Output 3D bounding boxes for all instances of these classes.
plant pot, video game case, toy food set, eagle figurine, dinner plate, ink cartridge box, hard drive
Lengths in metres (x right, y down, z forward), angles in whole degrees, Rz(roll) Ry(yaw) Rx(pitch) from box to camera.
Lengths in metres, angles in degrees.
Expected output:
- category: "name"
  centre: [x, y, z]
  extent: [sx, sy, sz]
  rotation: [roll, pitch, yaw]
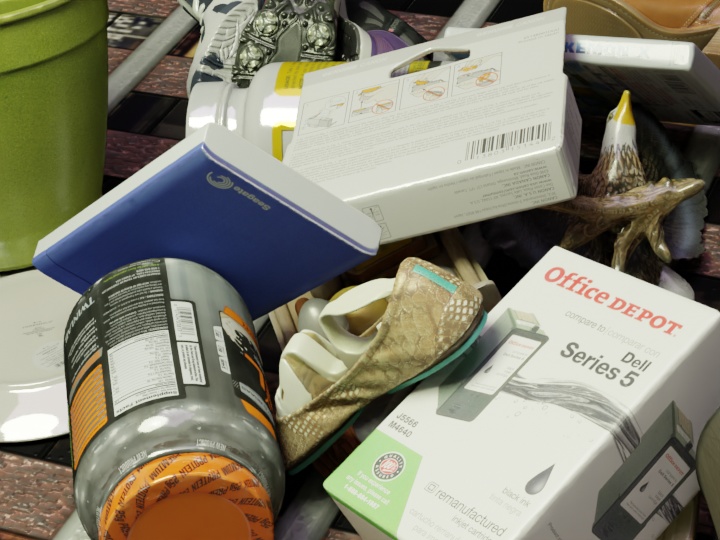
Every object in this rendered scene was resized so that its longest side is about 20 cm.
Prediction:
- category: "plant pot"
  centre: [-0.260, -0.111, 1.343]
  extent: [0.198, 0.195, 0.201]
  rotation: [-7, 24, 3]
- category: "video game case"
  centre: [0.177, -0.139, 1.369]
  extent: [0.180, 0.022, 0.200]
  rotation: [7, -4, 25]
- category: "toy food set"
  centre: [0.000, 0.000, 1.231]
  extent: [0.142, 0.061, 0.200]
  rotation: [-28, 31, 2]
- category: "eagle figurine"
  centre: [0.171, -0.050, 1.298]
  extent: [0.151, 0.151, 0.200]
  rotation: [37, 2, -7]
- category: "dinner plate"
  centre: [-0.219, 0.045, 1.279]
  extent: [0.198, 0.024, 0.201]
  rotation: [-4, 36, 3]
- category: "ink cartridge box"
  centre: [0.102, 0.096, 1.032]
  extent: [0.200, 0.084, 0.145]
  rotation: [-45, 36, -15]
- category: "hard drive"
  centre: [-0.099, -0.014, 1.171]
  extent: [0.199, 0.131, 0.026]
  rotation: [-28, 40, 46]
- category: "ink cartridge box"
  centre: [0.047, -0.090, 1.249]
  extent: [0.198, 0.045, 0.177]
  rotation: [-13, 33, 17]

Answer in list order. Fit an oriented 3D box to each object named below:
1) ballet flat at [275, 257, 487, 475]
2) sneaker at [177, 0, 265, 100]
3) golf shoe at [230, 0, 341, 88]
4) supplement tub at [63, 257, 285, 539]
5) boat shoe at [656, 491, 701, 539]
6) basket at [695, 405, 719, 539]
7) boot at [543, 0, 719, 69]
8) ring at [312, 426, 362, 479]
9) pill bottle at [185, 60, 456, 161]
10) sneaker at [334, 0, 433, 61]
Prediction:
- category: "ballet flat"
  centre: [-0.006, 0.051, 1.089]
  extent: [0.065, 0.200, 0.071]
  rotation: [42, 40, -8]
- category: "sneaker"
  centre: [-0.113, -0.201, 1.581]
  extent: [0.129, 0.079, 0.201]
  rotation: [-11, 53, 50]
- category: "golf shoe"
  centre: [-0.044, -0.203, 1.502]
  extent: [0.076, 0.202, 0.088]
  rotation: [18, 4, 7]
- category: "supplement tub"
  centre: [-0.110, 0.093, 1.106]
  extent: [0.121, 0.124, 0.201]
  rotation: [-9, 35, -6]
- category: "boat shoe"
  centre: [0.168, 0.106, 1.093]
  extent: [0.064, 0.072, 0.201]
  rotation: [4, 37, 13]
- category: "basket"
  centre: [0.254, 0.174, 0.923]
  extent: [0.136, 0.180, 0.201]
  rotation: [-37, 32, 28]
- category: "boot"
  centre: [0.262, -0.210, 1.537]
  extent: [0.199, 0.074, 0.155]
  rotation: [25, 44, 19]
- category: "ring"
  centre: [0.057, 0.082, 1.190]
  extent: [0.198, 0.019, 0.201]
  rotation: [-4, 35, 3]
- category: "pill bottle"
  centre: [-0.023, -0.097, 1.376]
  extent: [0.198, 0.112, 0.112]
  rotation: [1, 35, 8]
- category: "sneaker"
  centre: [0.011, -0.180, 1.548]
  extent: [0.087, 0.076, 0.201]
  rotation: [13, 26, -18]
